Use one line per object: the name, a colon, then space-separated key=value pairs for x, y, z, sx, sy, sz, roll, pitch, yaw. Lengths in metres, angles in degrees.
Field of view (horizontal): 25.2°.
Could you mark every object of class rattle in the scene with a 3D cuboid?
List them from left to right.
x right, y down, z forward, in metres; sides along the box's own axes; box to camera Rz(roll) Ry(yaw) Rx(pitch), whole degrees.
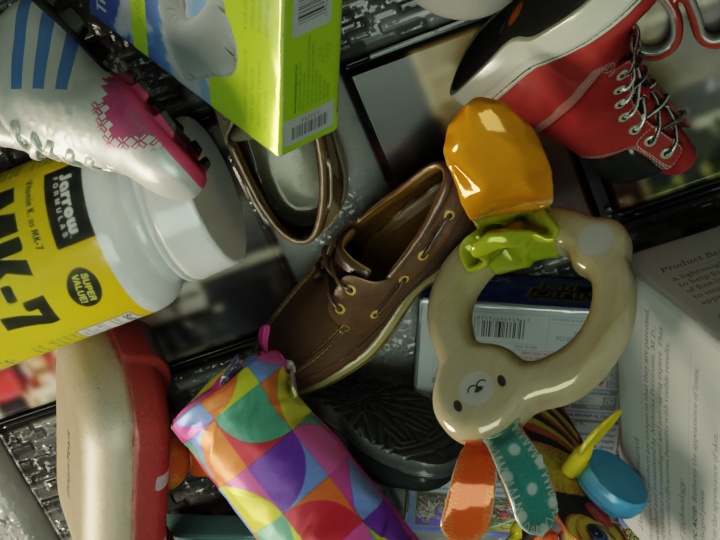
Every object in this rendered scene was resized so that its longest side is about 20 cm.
rattle: x=0.076 y=0.034 z=0.884 sx=0.129 sy=0.201 sz=0.143 roll=21 pitch=159 yaw=14

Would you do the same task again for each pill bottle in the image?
pill bottle: x=-0.178 y=-0.016 z=0.994 sx=0.198 sy=0.115 sz=0.115 roll=-21 pitch=115 yaw=14

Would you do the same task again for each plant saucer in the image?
plant saucer: x=-0.060 y=0.199 z=1.097 sx=0.199 sy=0.019 sz=0.070 roll=-7 pitch=115 yaw=44

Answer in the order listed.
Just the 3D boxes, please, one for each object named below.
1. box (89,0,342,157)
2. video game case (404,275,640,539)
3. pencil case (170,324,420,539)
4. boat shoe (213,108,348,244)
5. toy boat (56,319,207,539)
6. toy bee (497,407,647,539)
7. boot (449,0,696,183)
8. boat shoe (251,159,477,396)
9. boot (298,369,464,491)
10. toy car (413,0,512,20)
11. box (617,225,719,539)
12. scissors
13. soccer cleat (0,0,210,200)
box: x=-0.089 y=-0.164 z=0.866 sx=0.199 sy=0.047 sz=0.123 roll=38 pitch=141 yaw=33
video game case: x=0.132 y=0.095 z=1.072 sx=0.197 sy=0.046 sz=0.183 roll=4 pitch=117 yaw=2
pencil case: x=-0.031 y=0.138 z=0.980 sx=0.088 sy=0.088 sz=0.201 roll=-36 pitch=91 yaw=20
boat shoe: x=-0.055 y=-0.106 z=0.961 sx=0.075 sy=0.072 sz=0.202 roll=-18 pitch=116 yaw=13
toy boat: x=-0.131 y=0.126 z=1.075 sx=0.129 sy=0.131 sz=0.202 roll=-6 pitch=121 yaw=-20
toy bee: x=0.125 y=0.141 z=0.953 sx=0.108 sy=0.199 sz=0.132 roll=9 pitch=106 yaw=-44
boot: x=0.152 y=-0.113 z=0.902 sx=0.143 sy=0.073 sz=0.200 roll=28 pitch=159 yaw=-11
boat shoe: x=0.000 y=0.000 z=1.004 sx=0.200 sy=0.072 sz=0.067 roll=-41 pitch=145 yaw=17
boot: x=0.003 y=0.173 z=1.075 sx=0.065 sy=0.164 sz=0.202 roll=-19 pitch=122 yaw=-37
toy car: x=0.027 y=-0.222 z=0.846 sx=0.198 sy=0.150 sz=0.177 roll=18 pitch=118 yaw=-2
box: x=0.269 y=0.077 z=0.969 sx=0.197 sy=0.131 sz=0.202 roll=-16 pitch=120 yaw=-16
scissors: x=0.156 y=-0.209 z=0.927 sx=0.073 sy=0.014 sz=0.201 roll=-20 pitch=113 yaw=22
soccer cleat: x=-0.160 y=-0.084 z=0.921 sx=0.086 sy=0.200 sz=0.070 roll=-43 pitch=142 yaw=-3
